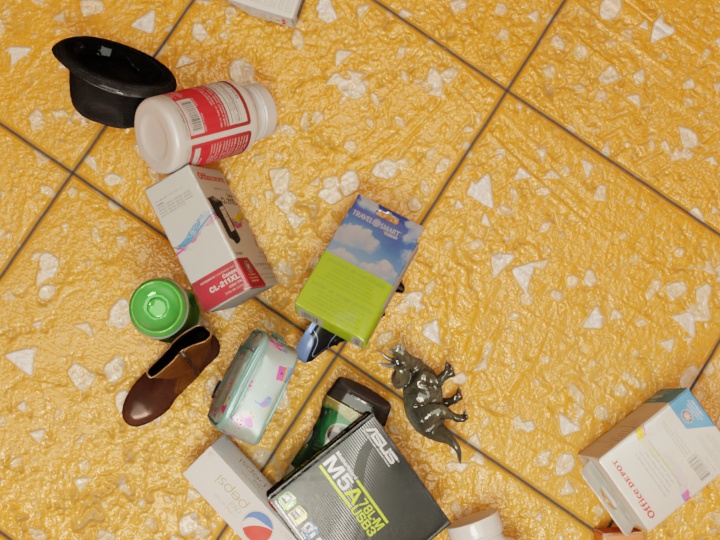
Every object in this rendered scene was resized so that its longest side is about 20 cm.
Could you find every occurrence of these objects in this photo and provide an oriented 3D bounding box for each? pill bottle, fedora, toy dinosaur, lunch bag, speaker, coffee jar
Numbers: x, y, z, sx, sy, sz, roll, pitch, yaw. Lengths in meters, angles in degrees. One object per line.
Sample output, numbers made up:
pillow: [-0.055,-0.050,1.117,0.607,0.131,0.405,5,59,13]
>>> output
pill bottle: [0.198,0.462,1.554,0.111,0.112,0.202,-18,84,-5]
fedora: [-0.376,-0.275,1.590,0.198,0.201,0.092,20,117,-1]
pill bottle: [-0.225,-0.218,1.565,0.199,0.112,0.113,-22,85,-40]
toy dinosaur: [0.104,0.198,1.606,0.101,0.077,0.202,-20,90,7]
lunch bag: [-0.156,0.161,1.524,0.076,0.200,0.162,26,83,-11]
speaker: [-0.281,0.060,1.523,0.087,0.200,0.090,0,84,-3]
coffee jar: [-0.036,0.264,1.573,0.104,0.085,0.201,29,84,-1]

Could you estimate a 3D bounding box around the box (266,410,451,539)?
box: [-0.003,0.339,1.508,0.192,0.048,0.201,-36,94,-7]

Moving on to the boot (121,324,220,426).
boot: [-0.278,0.156,1.513,0.187,0.200,0.069,-35,87,-6]

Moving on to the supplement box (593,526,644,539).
supplement box: [0.394,0.492,1.586,0.066,0.069,0.203,-2,82,-3]

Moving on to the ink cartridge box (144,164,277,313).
ink cartridge box: [-0.218,-0.048,1.558,0.082,0.146,0.202,-28,86,11]

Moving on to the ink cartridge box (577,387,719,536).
ink cartridge box: [0.431,0.286,1.578,0.199,0.125,0.129,-35,87,-6]

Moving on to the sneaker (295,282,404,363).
sneaker: [-0.016,0.072,1.603,0.078,0.070,0.200,39,82,8]

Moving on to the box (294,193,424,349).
box: [0.000,0.000,1.569,0.121,0.048,0.201,27,70,8]

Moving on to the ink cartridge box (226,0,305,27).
ink cartridge box: [-0.171,-0.491,1.673,0.198,0.050,0.164,18,84,7]

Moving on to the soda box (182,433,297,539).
soda box: [-0.165,0.342,1.559,0.068,0.064,0.200,-44,88,16]
